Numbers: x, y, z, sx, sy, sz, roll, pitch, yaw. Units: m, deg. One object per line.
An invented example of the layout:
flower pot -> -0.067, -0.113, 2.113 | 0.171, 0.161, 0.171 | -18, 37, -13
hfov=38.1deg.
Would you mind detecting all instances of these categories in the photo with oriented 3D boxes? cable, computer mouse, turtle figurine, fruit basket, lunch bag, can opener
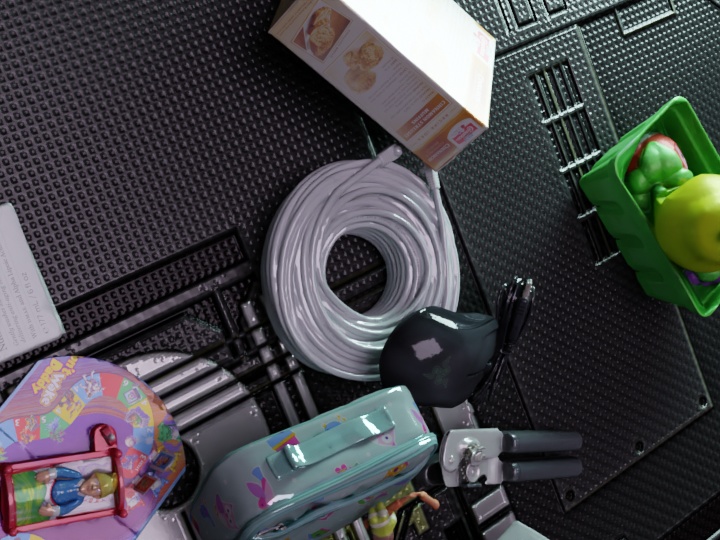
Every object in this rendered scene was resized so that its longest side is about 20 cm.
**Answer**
cable -> 0.000, 0.000, 0.955 | 0.198, 0.069, 0.203 | -22, 98, -28
computer mouse -> 0.095, 0.077, 0.947 | 0.199, 0.052, 0.140 | -2, 115, -51
turtle figurine -> 0.009, 0.287, 0.916 | 0.159, 0.065, 0.202 | -17, 132, -11
fruit basket -> 0.345, -0.061, 1.073 | 0.155, 0.215, 0.217 | -41, 105, -24
lunch bag -> -0.039, 0.174, 0.861 | 0.198, 0.161, 0.078 | -20, 70, -31
can opener -> 0.141, 0.180, 1.027 | 0.198, 0.066, 0.054 | 5, 85, -37

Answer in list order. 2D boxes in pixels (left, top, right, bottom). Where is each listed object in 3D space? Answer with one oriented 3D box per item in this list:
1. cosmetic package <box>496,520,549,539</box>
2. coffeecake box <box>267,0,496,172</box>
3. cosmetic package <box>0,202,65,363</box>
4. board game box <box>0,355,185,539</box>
cosmetic package -> 0.149, 0.376, 0.922 | 0.199, 0.165, 0.169 | -38, 128, -25
coffeecake box -> 0.028, -0.212, 0.948 | 0.199, 0.073, 0.155 | 37, 38, -21
cosmetic package -> -0.336, 0.036, 0.763 | 0.198, 0.081, 0.114 | -26, 100, -28
board game box -> -0.230, 0.168, 0.831 | 0.158, 0.039, 0.201 | 43, 67, -19
